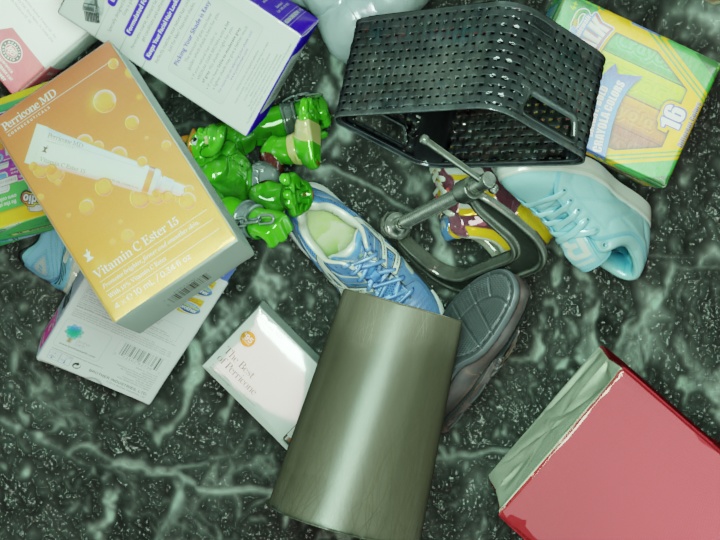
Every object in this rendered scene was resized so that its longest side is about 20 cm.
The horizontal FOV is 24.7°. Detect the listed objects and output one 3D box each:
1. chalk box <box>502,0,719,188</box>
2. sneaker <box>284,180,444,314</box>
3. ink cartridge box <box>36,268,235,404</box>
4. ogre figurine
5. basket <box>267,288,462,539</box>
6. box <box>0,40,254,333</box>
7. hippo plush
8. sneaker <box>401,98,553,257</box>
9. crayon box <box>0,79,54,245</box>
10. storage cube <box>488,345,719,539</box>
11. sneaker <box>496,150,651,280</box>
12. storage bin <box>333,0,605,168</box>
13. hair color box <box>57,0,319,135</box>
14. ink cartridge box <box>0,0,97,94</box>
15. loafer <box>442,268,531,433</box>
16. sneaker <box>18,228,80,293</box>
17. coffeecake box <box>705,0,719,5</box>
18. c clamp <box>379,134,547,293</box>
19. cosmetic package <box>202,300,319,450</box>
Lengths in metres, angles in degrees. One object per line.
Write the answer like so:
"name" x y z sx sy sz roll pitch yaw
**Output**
"chalk box" 0.204 -0.172 1.498 0.198 0.124 0.126 23 94 -2
"sneaker" 0.000 0.000 1.538 0.200 0.077 0.076 41 92 -6
"ink cartridge box" -0.202 0.025 1.506 0.118 0.042 0.201 24 124 -19
"ogre figurine" -0.100 -0.088 1.493 0.119 0.098 0.202 -6 58 18
"basket" 0.013 0.127 1.464 0.135 0.180 0.202 15 88 24
"box" -0.197 -0.067 1.374 0.124 0.097 0.201 -34 81 0
"hippo plush" -0.022 -0.259 1.474 0.161 0.159 0.200 43 93 -3
"sneaker" 0.093 -0.079 1.531 0.200 0.075 0.090 44 88 -3
"crayon box" -0.313 -0.093 1.496 0.198 0.058 0.120 -14 81 23
"storage cube" 0.242 0.197 1.507 0.179 0.171 0.200 40 95 -2
"sneaker" 0.199 -0.046 1.483 0.199 0.074 0.083 21 59 -37
"storage bin" 0.091 -0.153 1.387 0.135 0.199 0.095 23 75 -42
"hair color box" -0.149 -0.220 1.423 0.199 0.065 0.110 33 116 -1
"ink cartridge box" -0.280 -0.279 1.511 0.199 0.085 0.146 -39 94 5
"loafer" 0.101 0.079 1.528 0.063 0.072 0.201 14 125 -35
"sneaker" -0.267 -0.081 1.533 0.089 0.078 0.202 19 93 4
"coffeecake box" 0.256 -0.311 1.471 0.198 0.154 0.074 22 95 -2
"c clamp" 0.083 -0.043 1.482 0.170 0.200 0.027 34 62 -12
"cosmetic package" -0.051 0.129 1.562 0.200 0.051 0.083 44 93 -3
